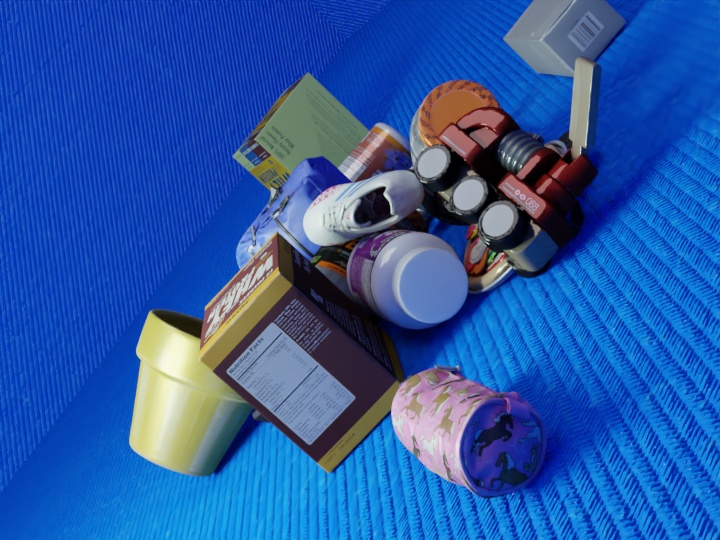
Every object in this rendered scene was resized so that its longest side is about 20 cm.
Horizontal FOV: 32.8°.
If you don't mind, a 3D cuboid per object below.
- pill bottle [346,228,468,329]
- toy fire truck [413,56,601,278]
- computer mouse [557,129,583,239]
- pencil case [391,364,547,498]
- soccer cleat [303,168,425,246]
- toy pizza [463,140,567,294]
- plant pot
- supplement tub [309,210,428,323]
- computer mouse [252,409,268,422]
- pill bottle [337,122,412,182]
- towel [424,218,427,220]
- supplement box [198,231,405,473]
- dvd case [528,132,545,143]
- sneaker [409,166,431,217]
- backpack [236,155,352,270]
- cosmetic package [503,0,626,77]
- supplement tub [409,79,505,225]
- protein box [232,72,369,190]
[{"bbox_3d":[0.057,0.009,1.435,0.112,0.112,0.200,-49,14,-6],"label":"pill bottle"},{"bbox_3d":[0.172,-0.126,1.270,0.200,0.129,0.176,-47,50,3],"label":"toy fire truck"},{"bbox_3d":[0.235,-0.092,1.349,0.059,0.034,0.201,-50,17,34],"label":"computer mouse"},{"bbox_3d":[0.090,0.135,1.052,0.082,0.087,0.200,-18,8,-13],"label":"pencil case"},{"bbox_3d":[-0.012,-0.072,1.496,0.199,0.070,0.086,-21,10,40],"label":"soccer cleat"},{"bbox_3d":[0.168,-0.065,1.393,0.201,0.032,0.201,-54,14,21],"label":"toy pizza"},{"bbox_3d":[-0.236,0.177,1.728,0.201,0.199,0.191,-143,74,-77],"label":"plant pot"},{"bbox_3d":[0.000,0.000,1.608,0.201,0.123,0.122,-52,14,-30],"label":"supplement tub"},{"bbox_3d":[-0.072,0.137,1.641,0.141,0.046,0.200,-47,3,16],"label":"computer mouse"},{"bbox_3d":[0.007,-0.133,1.996,0.200,0.112,0.112,-50,13,-4],"label":"pill bottle"},{"bbox_3d":[0.042,-0.047,1.839,0.200,0.023,0.145,-35,18,41],"label":"towel"},{"bbox_3d":[-0.068,0.088,1.417,0.133,0.200,0.197,-45,14,7],"label":"supplement box"},{"bbox_3d":[0.172,-0.133,1.678,0.149,0.016,0.200,-49,14,2],"label":"dvd case"},{"bbox_3d":[0.128,-0.150,1.724,0.079,0.078,0.201,-1,51,47],"label":"sneaker"},{"bbox_3d":[-0.089,-0.049,1.803,0.200,0.163,0.168,-48,-8,17],"label":"backpack"},{"bbox_3d":[0.288,-0.343,1.754,0.107,0.090,0.200,-50,16,1],"label":"cosmetic package"},{"bbox_3d":[0.122,-0.143,1.482,0.123,0.122,0.200,-50,-15,-12],"label":"supplement tub"},{"bbox_3d":[-0.119,-0.261,2.563,0.201,0.198,0.135,-54,15,-24],"label":"protein box"}]
